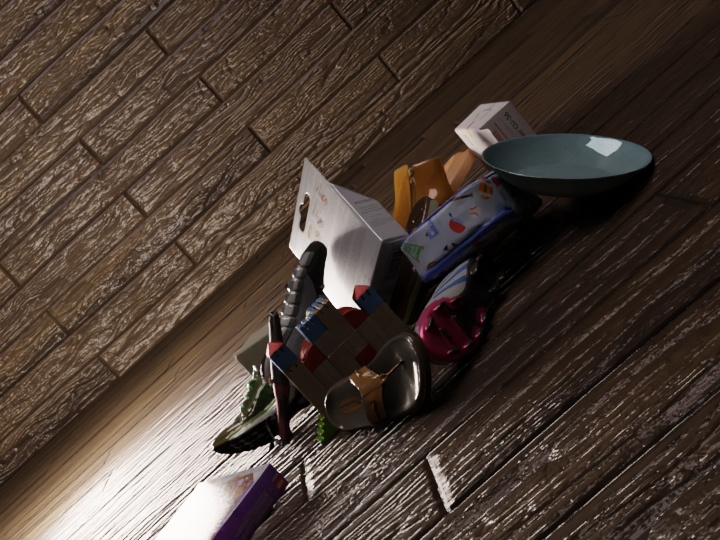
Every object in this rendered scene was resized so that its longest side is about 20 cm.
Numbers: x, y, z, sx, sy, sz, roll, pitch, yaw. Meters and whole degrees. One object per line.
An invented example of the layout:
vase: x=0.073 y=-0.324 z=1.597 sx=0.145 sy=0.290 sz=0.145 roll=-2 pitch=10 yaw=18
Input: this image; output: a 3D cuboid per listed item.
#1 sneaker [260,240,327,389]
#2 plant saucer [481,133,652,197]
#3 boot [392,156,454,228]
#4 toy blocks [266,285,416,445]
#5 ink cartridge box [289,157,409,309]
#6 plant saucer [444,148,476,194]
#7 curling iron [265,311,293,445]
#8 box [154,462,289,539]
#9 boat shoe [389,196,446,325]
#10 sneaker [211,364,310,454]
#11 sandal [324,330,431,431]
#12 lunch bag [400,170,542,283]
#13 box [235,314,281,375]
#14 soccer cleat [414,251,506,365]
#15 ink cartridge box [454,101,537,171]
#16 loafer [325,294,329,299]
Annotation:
sneaker: x=-0.050 y=0.069 z=1.173 sx=0.075 sy=0.115 sz=0.201 roll=41 pitch=-112 yaw=-85
plant saucer: x=0.245 y=-0.123 z=1.052 sx=0.199 sy=0.039 sz=0.201 roll=-2 pitch=22 yaw=1
boot: x=0.072 y=-0.089 z=1.410 sx=0.201 sy=0.145 sz=0.071 roll=-25 pitch=-16 yaw=38
toy blocks: x=-0.025 y=0.094 z=1.091 sx=0.200 sy=0.137 sz=0.100 roll=-44 pitch=11 yaw=-10
ink cartridge box: x=-0.021 y=-0.038 z=1.186 sx=0.057 sy=0.200 sz=0.163 roll=-10 pitch=-46 yaw=-28
plant saucer: x=0.132 y=-0.127 z=1.520 sx=0.201 sy=0.032 sz=0.200 roll=-57 pitch=3 yaw=4
curling iron: x=-0.108 y=0.142 z=1.119 sx=0.025 sy=0.201 sz=0.050 roll=-20 pitch=35 yaw=-30
box: x=-0.185 y=0.312 z=1.071 sx=0.200 sy=0.039 sz=0.137 roll=-28 pitch=17 yaw=50
boat shoe: x=0.095 y=-0.005 z=1.223 sx=0.075 sy=0.075 sz=0.203 roll=-27 pitch=42 yaw=60
sneaker: x=-0.133 y=0.177 z=1.226 sx=0.200 sy=0.089 sz=0.077 roll=-39 pitch=-30 yaw=-8
sandal: x=0.009 y=0.130 z=0.955 sx=0.054 sy=0.082 sz=0.200 roll=-12 pitch=-14 yaw=-40
lunch bag: x=0.143 y=-0.054 z=1.117 sx=0.160 sy=0.076 sz=0.200 roll=-43 pitch=-12 yaw=26
box: x=-0.106 y=0.109 z=1.422 sx=0.200 sy=0.082 sz=0.068 roll=-33 pitch=14 yaw=35
soccer cleat: x=0.104 y=0.055 z=1.000 sx=0.086 sy=0.070 sz=0.200 roll=-44 pitch=2 yaw=41
ink cartridge box: x=0.229 y=-0.201 z=1.378 sx=0.067 sy=0.117 sz=0.200 roll=-42 pitch=12 yaw=1
loafer: x=-0.051 y=0.082 z=1.289 sx=0.075 sy=0.069 sz=0.201 roll=18 pitch=94 yaw=42
